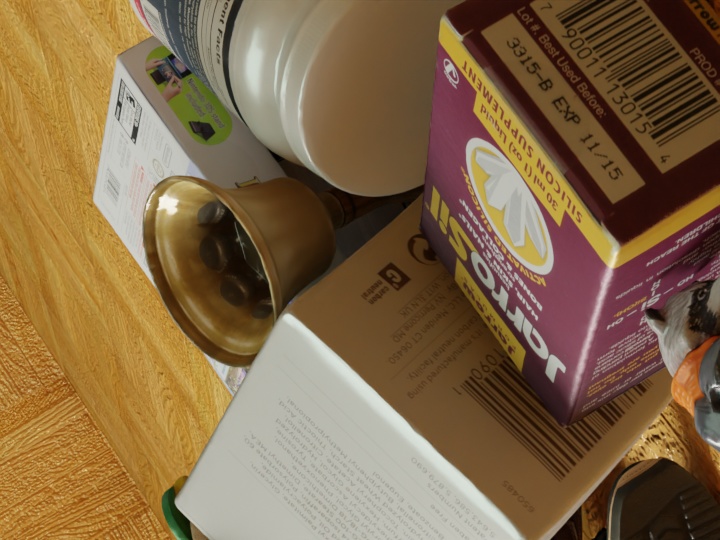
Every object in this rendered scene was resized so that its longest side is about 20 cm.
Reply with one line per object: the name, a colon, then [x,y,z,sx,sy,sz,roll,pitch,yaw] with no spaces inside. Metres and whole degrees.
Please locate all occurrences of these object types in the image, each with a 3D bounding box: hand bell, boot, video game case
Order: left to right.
video game case: [-0.084,-0.021,1.317,0.182,0.045,0.200,55,159,12]
hand bell: [-0.006,-0.036,1.195,0.104,0.199,0.105,30,133,38]
boot: [0.155,0.163,1.278,0.138,0.077,0.201,48,161,54]

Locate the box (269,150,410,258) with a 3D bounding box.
box: [-0.034,-0.040,1.413,0.201,0.116,0.060,65,175,-14]

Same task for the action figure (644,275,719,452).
action figure: [0.189,0.049,0.887,0.193,0.104,0.201,34,154,40]

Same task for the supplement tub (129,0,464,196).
supplement tub: [-0.026,-0.139,1.161,0.200,0.140,0.141,45,159,45]

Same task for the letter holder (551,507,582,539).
letter holder: [0.102,0.231,1.402,0.101,0.141,0.201,48,150,43]

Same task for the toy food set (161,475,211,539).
toy food set: [-0.027,0.192,1.277,0.200,0.049,0.199,33,-155,-35]

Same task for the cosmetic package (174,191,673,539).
cosmetic package: [0.036,0.084,1.167,0.165,0.165,0.200,43,140,9]

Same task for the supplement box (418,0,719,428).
supplement box: [0.103,-0.039,0.993,0.131,0.103,0.200,54,165,21]
